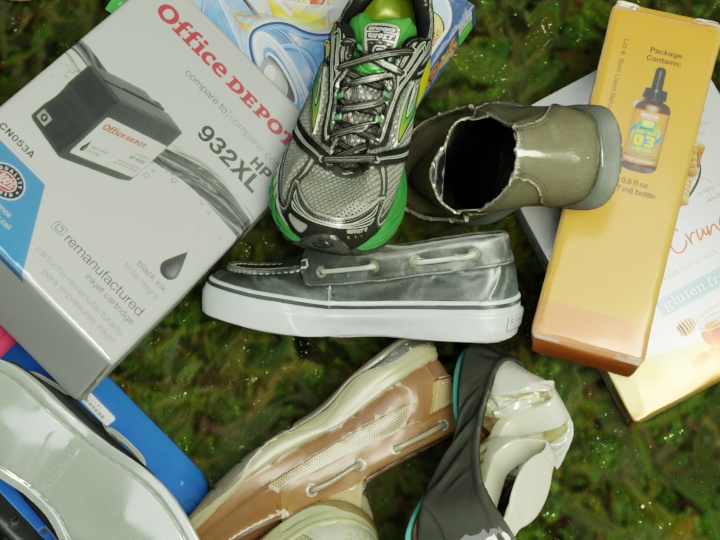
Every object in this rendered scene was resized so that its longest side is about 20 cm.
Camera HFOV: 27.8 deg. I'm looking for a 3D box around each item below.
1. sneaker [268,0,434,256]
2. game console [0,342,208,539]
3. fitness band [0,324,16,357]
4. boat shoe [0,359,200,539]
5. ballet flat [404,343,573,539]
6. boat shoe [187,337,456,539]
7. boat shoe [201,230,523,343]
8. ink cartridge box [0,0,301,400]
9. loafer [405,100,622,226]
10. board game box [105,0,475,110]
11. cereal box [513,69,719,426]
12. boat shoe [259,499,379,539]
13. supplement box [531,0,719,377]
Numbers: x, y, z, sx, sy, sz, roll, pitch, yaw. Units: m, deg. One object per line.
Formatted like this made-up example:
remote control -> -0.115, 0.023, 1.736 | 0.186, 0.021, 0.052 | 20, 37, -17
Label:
sneaker -> -0.003, -0.094, 0.814 | 0.077, 0.086, 0.202 | 10, 54, 2
game console -> -0.223, 0.140, 0.898 | 0.200, 0.119, 0.170 | 43, 55, 10
fitness band -> -0.251, -0.014, 0.888 | 0.143, 0.038, 0.200 | 29, 62, 20
boat shoe -> -0.149, 0.125, 0.821 | 0.076, 0.060, 0.200 | -42, 81, 2
ballet flat -> 0.081, 0.101, 0.803 | 0.068, 0.201, 0.068 | -19, 117, 26
boat shoe -> -0.021, 0.122, 0.856 | 0.199, 0.076, 0.074 | -38, 82, -2
boat shoe -> 0.000, 0.000, 0.862 | 0.197, 0.072, 0.072 | 1, 99, 16
ink cartridge box -> -0.137, -0.051, 0.841 | 0.145, 0.084, 0.200 | 45, 59, -4
loafer -> 0.066, -0.066, 0.826 | 0.069, 0.199, 0.076 | 3, 86, -28
board game box -> -0.044, -0.162, 0.930 | 0.199, 0.034, 0.136 | 34, 84, 10
cereal box -> 0.178, -0.028, 0.883 | 0.143, 0.040, 0.202 | -28, 78, -1
boat shoe -> -0.069, 0.212, 0.824 | 0.200, 0.063, 0.073 | -36, 119, 9
supplement box -> 0.152, -0.046, 0.836 | 0.066, 0.069, 0.202 | 14, 83, 9
